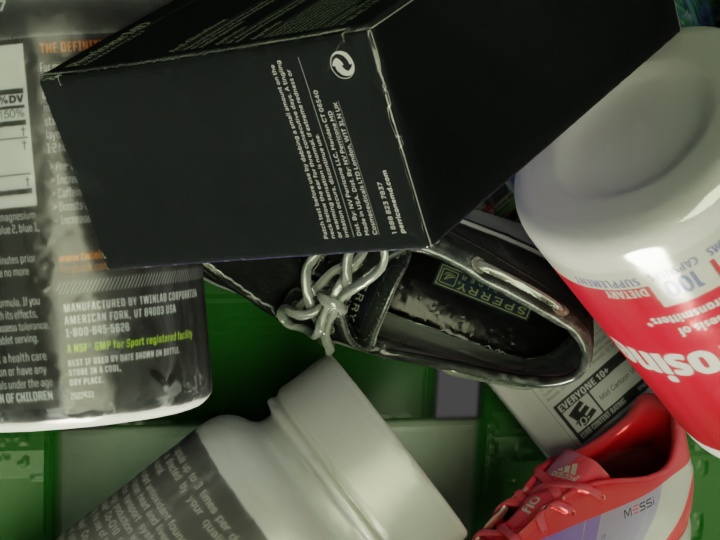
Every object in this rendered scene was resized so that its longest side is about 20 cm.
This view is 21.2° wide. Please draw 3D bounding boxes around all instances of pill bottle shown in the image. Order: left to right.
[{"bbox_3d":[-0.114,-0.045,0.724,0.105,0.106,0.202,-4,92,-13],"label":"pill bottle"},{"bbox_3d":[-0.062,0.131,0.782,0.200,0.113,0.113,-38,109,-3],"label":"pill bottle"},{"bbox_3d":[0.155,0.007,0.772,0.112,0.112,0.200,-43,125,-1],"label":"pill bottle"}]

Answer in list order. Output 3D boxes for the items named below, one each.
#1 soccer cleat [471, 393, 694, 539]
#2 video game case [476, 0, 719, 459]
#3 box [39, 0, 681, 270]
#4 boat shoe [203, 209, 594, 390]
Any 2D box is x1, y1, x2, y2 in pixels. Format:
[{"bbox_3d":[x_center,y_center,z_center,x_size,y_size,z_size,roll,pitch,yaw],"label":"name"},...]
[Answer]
[{"bbox_3d":[0.072,0.115,0.786,0.199,0.068,0.074,-26,126,-44],"label":"soccer cleat"},{"bbox_3d":[0.110,-0.041,0.834,0.200,0.024,0.182,-40,108,-1],"label":"video game case"},{"bbox_3d":[0.007,-0.078,0.687,0.200,0.140,0.079,-39,121,-47],"label":"box"},{"bbox_3d":[-0.001,0.002,0.774,0.198,0.068,0.074,22,116,-6],"label":"boat shoe"}]
